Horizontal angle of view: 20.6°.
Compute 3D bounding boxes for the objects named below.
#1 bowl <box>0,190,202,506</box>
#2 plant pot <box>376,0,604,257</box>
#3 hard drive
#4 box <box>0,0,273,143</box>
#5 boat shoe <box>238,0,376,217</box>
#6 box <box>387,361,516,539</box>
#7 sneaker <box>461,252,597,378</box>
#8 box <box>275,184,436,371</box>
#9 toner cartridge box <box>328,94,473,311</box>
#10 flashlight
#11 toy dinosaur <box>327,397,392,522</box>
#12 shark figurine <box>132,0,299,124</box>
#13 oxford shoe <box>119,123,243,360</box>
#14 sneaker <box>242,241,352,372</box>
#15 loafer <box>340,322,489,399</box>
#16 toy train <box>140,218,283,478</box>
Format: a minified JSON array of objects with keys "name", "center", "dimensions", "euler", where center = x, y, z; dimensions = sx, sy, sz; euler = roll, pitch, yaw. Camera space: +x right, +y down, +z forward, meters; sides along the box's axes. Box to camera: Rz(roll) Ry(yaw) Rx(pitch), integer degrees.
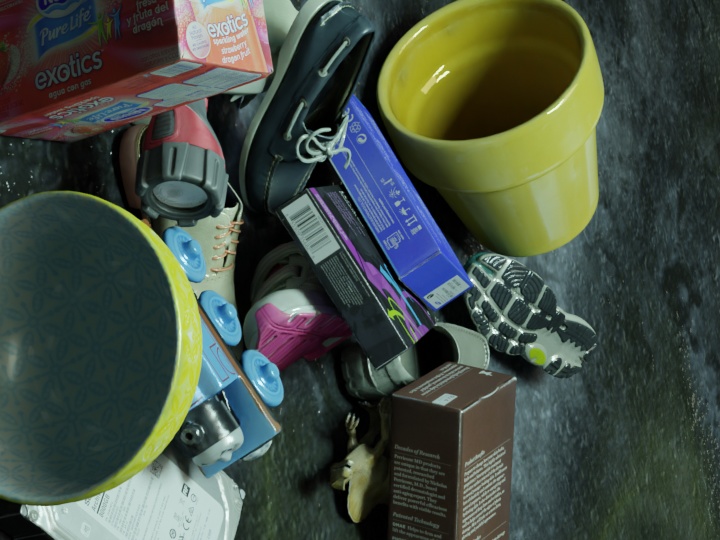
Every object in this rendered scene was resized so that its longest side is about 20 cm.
[{"name":"bowl","center":[-0.178,0.054,1.297],"dimensions":[0.108,0.199,0.202],"euler":[14,67,-64]},{"name":"plant pot","center":[0.136,-0.122,1.813],"dimensions":[0.189,0.199,0.202],"euler":[63,34,-45]},{"name":"hard drive","center":[-0.166,0.166,1.401],"dimensions":[0.200,0.038,0.141],"euler":[46,44,-35]},{"name":"box","center":[-0.170,-0.159,1.365],"dimensions":[0.102,0.199,0.096],"euler":[3,76,-54]},{"name":"boat shoe","center":[-0.038,-0.121,1.568],"dimensions":[0.075,0.062,0.201],"euler":[-15,135,-53]},{"name":"box","center":[0.074,0.188,1.642],"dimensions":[0.100,0.074,0.202],"euler":[-23,121,-56]},{"name":"sneaker","center":[0.144,0.040,1.863],"dimensions":[0.078,0.080,0.200],"euler":[-50,137,-1]},{"name":"box","center":[0.000,0.000,1.558],"dimensions":[0.144,0.036,0.200],"euler":[57,8,1]},{"name":"toner cartridge box","center":[0.018,-0.067,1.644],"dimensions":[0.201,0.043,0.095],"euler":[60,7,26]},{"name":"flashlight","center":[-0.122,-0.131,1.450],"dimensions":[0.067,0.068,0.201],"euler":[14,55,-14]},{"name":"toy dinosaur","center":[0.015,0.165,1.660],"dimensions":[0.200,0.058,0.102],"euler":[39,64,-58]},{"name":"shark figurine","center":[-0.094,-0.160,1.591],"dimensions":[0.128,0.090,0.215],"euler":[31,37,-4]},{"name":"oxford shoe","center":[-0.122,-0.019,1.495],"dimensions":[0.071,0.073,0.202],"euler":[-30,104,-57]},{"name":"sneaker","center":[-0.055,0.024,1.561],"dimensions":[0.089,0.081,0.200],"euler":[57,10,6]},{"name":"loafer","center":[0.062,0.080,1.726],"dimensions":[0.199,0.069,0.071],"euler":[-9,85,-56]},{"name":"toy train","center":[-0.134,0.055,1.411],"dimensions":[0.201,0.086,0.114],"euler":[58,22,0]}]
